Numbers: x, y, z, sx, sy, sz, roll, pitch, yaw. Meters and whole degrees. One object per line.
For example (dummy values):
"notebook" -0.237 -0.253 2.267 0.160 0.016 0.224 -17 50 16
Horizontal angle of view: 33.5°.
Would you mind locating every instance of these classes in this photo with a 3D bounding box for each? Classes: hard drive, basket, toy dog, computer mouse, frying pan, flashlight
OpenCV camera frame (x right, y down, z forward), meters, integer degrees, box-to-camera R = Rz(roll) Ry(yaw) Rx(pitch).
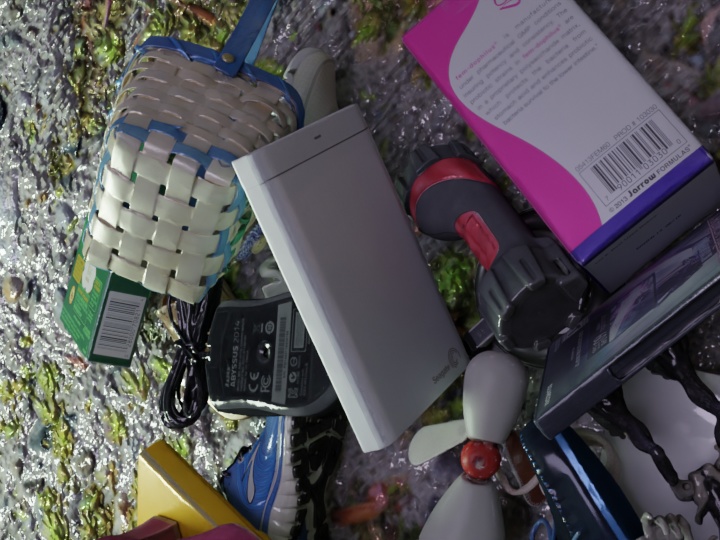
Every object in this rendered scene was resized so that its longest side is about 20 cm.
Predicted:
"hard drive" 0.212 0.164 0.763 0.131 0.026 0.202 11 93 34
"hard drive" 0.000 0.000 0.790 0.027 0.132 0.201 -18 100 35
"basket" -0.113 -0.086 0.853 0.138 0.201 0.177 19 134 -6
"toy dog" 0.082 0.162 0.821 0.132 0.096 0.201 34 95 12
"computer mouse" -0.064 0.056 0.868 0.199 0.053 0.140 2 82 43
"frying pan" 0.097 0.021 0.851 0.189 0.031 0.116 -18 77 29
"flashlight" 0.078 -0.018 0.784 0.200 0.067 0.068 -113 21 -57

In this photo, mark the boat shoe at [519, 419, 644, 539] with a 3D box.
"boat shoe" 0.143 0.184 0.719 0.068 0.084 0.201 -31 84 16

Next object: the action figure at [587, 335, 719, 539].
"action figure" 0.208 0.132 0.688 0.119 0.102 0.201 -35 64 4

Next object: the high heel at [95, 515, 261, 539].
"high heel" -0.133 0.219 0.840 0.199 0.096 0.068 7 117 47

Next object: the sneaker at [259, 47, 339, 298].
"sneaker" -0.027 -0.069 0.920 0.080 0.075 0.202 3 93 22

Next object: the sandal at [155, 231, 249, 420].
"sandal" -0.145 0.023 0.988 0.077 0.069 0.213 -22 75 31

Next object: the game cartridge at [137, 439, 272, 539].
"game cartridge" -0.103 0.252 0.928 0.200 0.032 0.177 35 135 29

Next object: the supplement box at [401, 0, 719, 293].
"supplement box" 0.131 -0.099 0.776 0.101 0.103 0.201 -39 67 10

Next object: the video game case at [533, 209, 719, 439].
"video game case" 0.187 0.012 0.711 0.200 0.143 0.019 -43 92 18

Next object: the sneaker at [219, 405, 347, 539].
"sneaker" -0.069 0.148 0.926 0.089 0.078 0.202 12 95 32

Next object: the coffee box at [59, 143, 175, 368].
"coffee box" -0.201 -0.031 1.017 0.123 0.044 0.201 30 106 62
